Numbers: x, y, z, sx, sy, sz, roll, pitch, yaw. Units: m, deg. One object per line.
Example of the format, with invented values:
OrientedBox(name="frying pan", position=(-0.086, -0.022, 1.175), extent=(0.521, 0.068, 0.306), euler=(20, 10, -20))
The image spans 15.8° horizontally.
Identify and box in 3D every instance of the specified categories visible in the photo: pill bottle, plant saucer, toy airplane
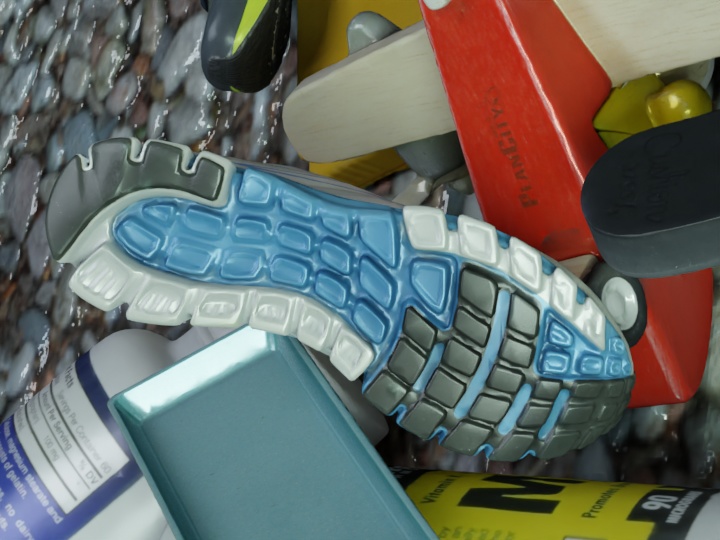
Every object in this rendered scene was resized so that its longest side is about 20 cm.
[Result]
OrientedBox(name="pill bottle", position=(0.037, 0.122, 0.847), extent=(0.200, 0.114, 0.114), euler=(2, 76, 26))
OrientedBox(name="plant saucer", position=(-0.028, 0.071, 0.835), extent=(0.070, 0.019, 0.200), euler=(-28, 26, -6))
OrientedBox(name="toy airplane", position=(0.071, -0.074, 0.918), extent=(0.200, 0.141, 0.199), euler=(36, 128, 25))
OrientedBox(name="pill bottle", position=(-0.092, 0.095, 1.052), extent=(0.200, 0.120, 0.120), euler=(-39, 42, 4))

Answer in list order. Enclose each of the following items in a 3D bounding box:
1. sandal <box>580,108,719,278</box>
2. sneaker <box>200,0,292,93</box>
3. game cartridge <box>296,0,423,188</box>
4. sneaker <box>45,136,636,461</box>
OrientedBox(name="sandal", position=(0.162, -0.049, 0.786), extent=(0.200, 0.043, 0.076), euler=(-19, 34, 10))
OrientedBox(name="sneaker", position=(-0.070, -0.155, 1.166), extent=(0.074, 0.081, 0.200), euler=(97, 172, -46))
OrientedBox(name="game cartridge", position=(0.042, -0.141, 1.083), extent=(0.200, 0.032, 0.177), euler=(-27, 56, 49))
OrientedBox(name="sneaker", position=(0.000, 0.000, 0.871), extent=(0.087, 0.200, 0.075), euler=(-35, -33, -77))
